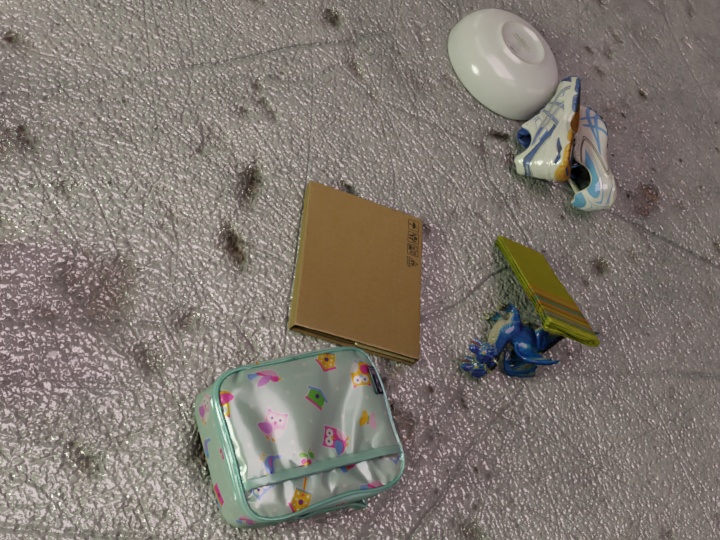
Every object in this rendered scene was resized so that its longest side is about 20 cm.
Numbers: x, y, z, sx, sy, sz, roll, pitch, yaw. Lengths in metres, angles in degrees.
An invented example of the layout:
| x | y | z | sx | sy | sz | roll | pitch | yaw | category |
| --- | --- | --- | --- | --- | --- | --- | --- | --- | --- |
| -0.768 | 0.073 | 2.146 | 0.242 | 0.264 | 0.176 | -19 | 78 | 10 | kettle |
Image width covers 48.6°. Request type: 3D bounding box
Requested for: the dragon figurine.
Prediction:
| x | y | z | sx | sy | sz | roll | pitch | yaw | category |
| --- | --- | --- | --- | --- | --- | --- | --- | --- | --- |
| 0.209 | 0.099 | 0.999 | 0.199 | 0.059 | 0.100 | 14 | 58 | -23 | dragon figurine |

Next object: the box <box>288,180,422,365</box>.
| x | y | z | sx | sy | sz | roll | pitch | yaw | category |
| --- | --- | --- | --- | --- | --- | --- | --- | --- | --- |
| 0.000 | 0.000 | 0.954 | 0.163 | 0.021 | 0.201 | 18 | 57 | -21 | box |

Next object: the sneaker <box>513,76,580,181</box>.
| x | y | z | sx | sy | sz | roll | pitch | yaw | category |
| --- | --- | --- | --- | --- | --- | --- | --- | --- | --- |
| 0.283 | -0.222 | 1.204 | 0.088 | 0.075 | 0.201 | 6 | 53 | 21 | sneaker |

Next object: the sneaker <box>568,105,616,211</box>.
| x | y | z | sx | sy | sz | roll | pitch | yaw | category |
| --- | --- | --- | --- | --- | --- | --- | --- | --- | --- |
| 0.343 | -0.179 | 1.232 | 0.072 | 0.072 | 0.201 | 7 | 56 | -13 | sneaker |

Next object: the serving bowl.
| x | y | z | sx | sy | sz | roll | pitch | yaw | category |
| --- | --- | --- | --- | --- | --- | --- | --- | --- | --- |
| 0.237 | -0.338 | 1.259 | 0.199 | 0.066 | 0.201 | 14 | 58 | -23 | serving bowl |

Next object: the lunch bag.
| x | y | z | sx | sy | sz | roll | pitch | yaw | category |
| --- | --- | --- | --- | --- | --- | --- | --- | --- | --- |
| -0.053 | 0.166 | 0.794 | 0.199 | 0.077 | 0.161 | -6 | 67 | -33 | lunch bag |

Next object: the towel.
| x | y | z | sx | sy | sz | roll | pitch | yaw | category |
| --- | --- | --- | --- | --- | --- | --- | --- | --- | --- |
| 0.237 | 0.024 | 1.032 | 0.086 | 0.018 | 0.200 | 23 | 26 | -24 | towel |
